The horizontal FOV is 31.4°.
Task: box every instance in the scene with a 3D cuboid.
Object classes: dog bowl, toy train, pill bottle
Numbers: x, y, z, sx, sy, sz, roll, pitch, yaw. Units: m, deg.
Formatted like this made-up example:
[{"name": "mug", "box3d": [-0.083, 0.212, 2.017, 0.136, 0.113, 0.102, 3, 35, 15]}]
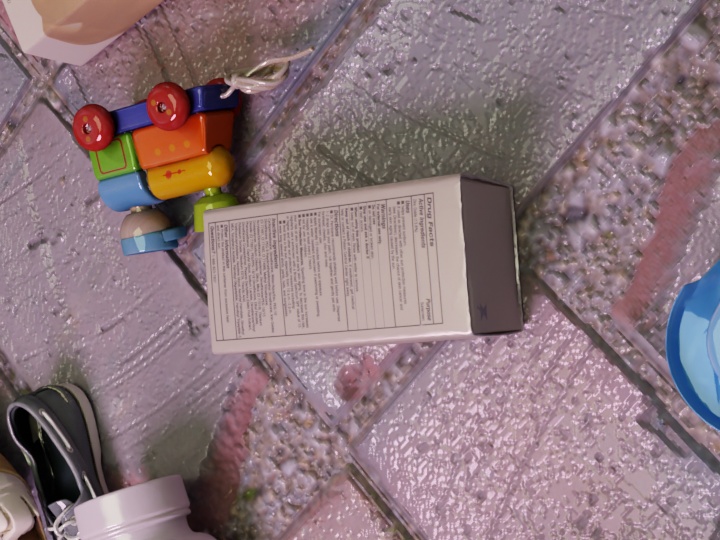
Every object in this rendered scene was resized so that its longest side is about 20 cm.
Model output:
[{"name": "dog bowl", "box3d": [0.256, 0.002, 0.732, 0.111, 0.049, 0.202, 31, 104, 26]}, {"name": "toy train", "box3d": [-0.107, -0.081, 0.925, 0.198, 0.084, 0.117, -10, 95, 29]}, {"name": "pill bottle", "box3d": [-0.141, 0.256, 0.921, 0.111, 0.111, 0.202, -23, 79, 27]}]

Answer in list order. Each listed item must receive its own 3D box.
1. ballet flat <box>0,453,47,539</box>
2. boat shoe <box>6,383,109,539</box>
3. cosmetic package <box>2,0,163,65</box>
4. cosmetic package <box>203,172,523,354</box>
[{"name": "ballet flat", "box3d": [-0.257, 0.213, 0.975, 0.063, 0.068, 0.202, -32, 81, 45]}, {"name": "boat shoe", "box3d": [-0.228, 0.188, 0.999, 0.072, 0.062, 0.202, -22, 79, 27]}, {"name": "cosmetic package", "box3d": [-0.184, -0.254, 0.969, 0.199, 0.071, 0.106, -33, 74, 26]}, {"name": "cosmetic package", "box3d": [0.000, 0.000, 0.855, 0.198, 0.087, 0.105, -4, 86, 30]}]
